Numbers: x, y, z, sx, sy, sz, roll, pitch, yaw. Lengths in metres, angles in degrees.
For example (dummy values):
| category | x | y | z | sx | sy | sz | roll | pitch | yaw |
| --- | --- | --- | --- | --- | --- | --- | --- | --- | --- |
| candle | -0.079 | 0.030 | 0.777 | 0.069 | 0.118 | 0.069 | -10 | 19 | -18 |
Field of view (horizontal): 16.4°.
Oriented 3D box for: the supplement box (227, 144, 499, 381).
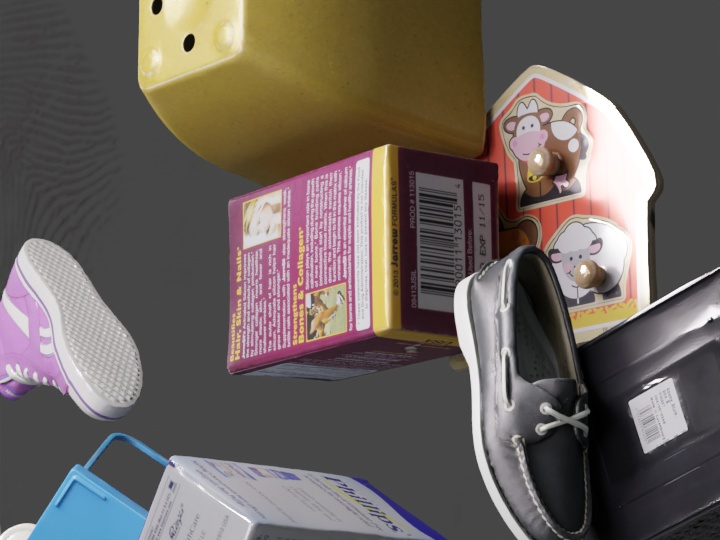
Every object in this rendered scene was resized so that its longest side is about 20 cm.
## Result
| category | x | y | z | sx | sy | sz | roll | pitch | yaw |
| --- | --- | --- | --- | --- | --- | --- | --- | --- | --- |
| supplement box | 0.000 | 0.000 | 1.745 | 0.199 | 0.103 | 0.132 | -15 | 72 | 52 |

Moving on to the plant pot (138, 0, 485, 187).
| category | x | y | z | sx | sy | sz | roll | pitch | yaw |
| --- | --- | --- | --- | --- | --- | --- | --- | --- | --- |
| plant pot | -0.049 | -0.173 | 1.771 | 0.193 | 0.199 | 0.197 | -14 | 72 | 45 |

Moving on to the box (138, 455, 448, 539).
| category | x | y | z | sx | sy | sz | roll | pitch | yaw |
| --- | --- | --- | --- | --- | --- | --- | --- | --- | --- |
| box | -0.063 | 0.238 | 1.712 | 0.105 | 0.199 | 0.185 | 31 | 103 | 43 |

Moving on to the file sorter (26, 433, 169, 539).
| category | x | y | z | sx | sy | sz | roll | pitch | yaw |
| --- | --- | --- | --- | --- | --- | --- | --- | --- | --- |
| file sorter | -0.191 | 0.242 | 1.859 | 0.138 | 0.123 | 0.201 | 34 | 109 | -1 |

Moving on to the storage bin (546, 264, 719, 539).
| category | x | y | z | sx | sy | sz | roll | pitch | yaw |
| --- | --- | --- | --- | --- | --- | --- | --- | --- | --- |
| storage bin | 0.214 | 0.094 | 1.553 | 0.199 | 0.093 | 0.136 | -32 | 61 | 34 |

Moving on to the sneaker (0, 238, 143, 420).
| category | x | y | z | sx | sy | sz | roll | pitch | yaw |
| --- | --- | --- | --- | --- | --- | --- | --- | --- | --- |
| sneaker | -0.242 | 0.079 | 2.011 | 0.115 | 0.072 | 0.201 | -59 | 39 | 23 |

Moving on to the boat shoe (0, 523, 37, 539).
| category | x | y | z | sx | sy | sz | roll | pitch | yaw |
| --- | --- | --- | --- | --- | --- | --- | --- | --- | --- |
| boat shoe | -0.243 | 0.302 | 1.983 | 0.062 | 0.072 | 0.201 | 101 | 152 | -70 |

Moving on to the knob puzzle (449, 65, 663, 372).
| category | x | y | z | sx | sy | sz | roll | pitch | yaw |
| --- | --- | --- | --- | --- | --- | --- | --- | --- | --- |
| knob puzzle | 0.120 | -0.045 | 1.713 | 0.219 | 0.030 | 0.222 | -11 | 74 | 43 |

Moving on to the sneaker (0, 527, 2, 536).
| category | x | y | z | sx | sy | sz | roll | pitch | yaw |
| --- | --- | --- | --- | --- | --- | --- | --- | --- | --- |
| sneaker | -0.324 | 0.289 | 2.041 | 0.201 | 0.072 | 0.113 | -99 | 6 | -51 |

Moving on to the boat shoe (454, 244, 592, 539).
| category | x | y | z | sx | sy | sz | roll | pitch | yaw |
| --- | --- | --- | --- | --- | --- | --- | --- | --- | --- |
| boat shoe | 0.108 | 0.079 | 1.541 | 0.060 | 0.075 | 0.201 | -37 | 59 | 39 |
